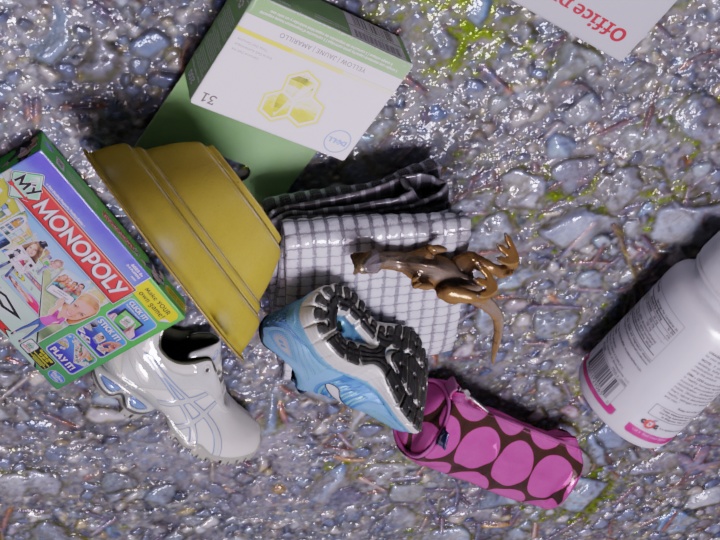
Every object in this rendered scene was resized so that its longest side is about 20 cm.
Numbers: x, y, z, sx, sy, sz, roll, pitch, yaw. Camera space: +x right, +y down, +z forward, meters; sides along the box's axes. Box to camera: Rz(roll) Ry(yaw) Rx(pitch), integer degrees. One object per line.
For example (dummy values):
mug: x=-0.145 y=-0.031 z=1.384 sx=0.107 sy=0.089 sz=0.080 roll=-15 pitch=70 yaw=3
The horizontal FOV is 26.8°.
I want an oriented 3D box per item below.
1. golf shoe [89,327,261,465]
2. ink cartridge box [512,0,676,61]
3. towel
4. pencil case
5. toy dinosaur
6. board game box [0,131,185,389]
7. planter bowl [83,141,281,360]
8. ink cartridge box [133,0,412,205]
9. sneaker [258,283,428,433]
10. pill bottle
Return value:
golf shoe: x=-0.145 y=0.105 z=1.353 sx=0.097 sy=0.079 sz=0.200 roll=-42 pitch=131 yaw=16
ink cartridge box: x=0.190 y=-0.266 z=1.074 sx=0.144 sy=0.085 sz=0.200 roll=21 pitch=126 yaw=-32
towel: x=0.000 y=0.000 z=1.276 sx=0.164 sy=0.086 sz=0.201 roll=-7 pitch=142 yaw=-7
pencil case: x=0.132 y=0.169 z=1.484 sx=0.199 sy=0.091 sz=0.094 roll=23 pitch=110 yaw=-35
toy dinosaur: x=0.082 y=0.010 z=1.211 sx=0.199 sy=0.061 sz=0.106 roll=28 pitch=155 yaw=-35
board game box: x=-0.252 y=-0.003 z=1.228 sx=0.134 sy=0.029 sz=0.200 roll=-28 pitch=125 yaw=13
planter bowl: x=-0.118 y=-0.036 z=1.150 sx=0.083 sy=0.201 sz=0.201 roll=-38 pitch=134 yaw=-4
ink cartridge box: x=-0.074 y=-0.121 z=1.171 sx=0.145 sy=0.048 sz=0.200 roll=19 pitch=123 yaw=-31
sneaker: x=-0.011 y=0.075 z=1.259 sx=0.089 sy=0.079 sz=0.200 roll=-11 pitch=143 yaw=32
pill bottle: x=0.305 y=0.062 z=1.405 sx=0.113 sy=0.114 sz=0.200 roll=19 pitch=126 yaw=-30
